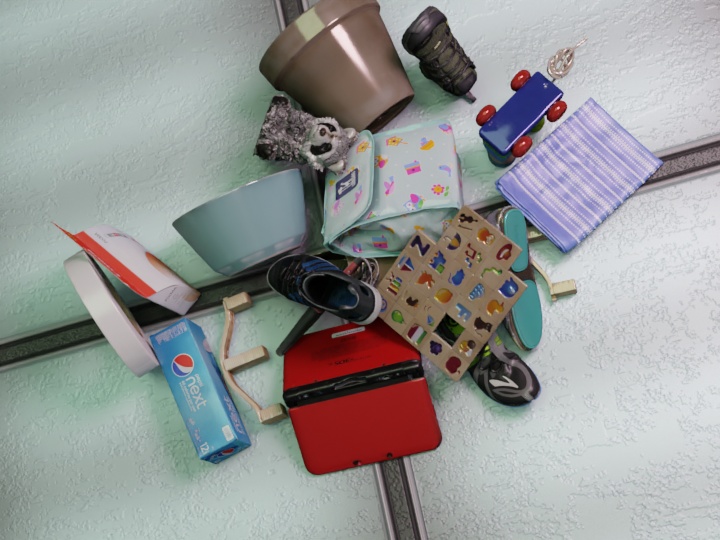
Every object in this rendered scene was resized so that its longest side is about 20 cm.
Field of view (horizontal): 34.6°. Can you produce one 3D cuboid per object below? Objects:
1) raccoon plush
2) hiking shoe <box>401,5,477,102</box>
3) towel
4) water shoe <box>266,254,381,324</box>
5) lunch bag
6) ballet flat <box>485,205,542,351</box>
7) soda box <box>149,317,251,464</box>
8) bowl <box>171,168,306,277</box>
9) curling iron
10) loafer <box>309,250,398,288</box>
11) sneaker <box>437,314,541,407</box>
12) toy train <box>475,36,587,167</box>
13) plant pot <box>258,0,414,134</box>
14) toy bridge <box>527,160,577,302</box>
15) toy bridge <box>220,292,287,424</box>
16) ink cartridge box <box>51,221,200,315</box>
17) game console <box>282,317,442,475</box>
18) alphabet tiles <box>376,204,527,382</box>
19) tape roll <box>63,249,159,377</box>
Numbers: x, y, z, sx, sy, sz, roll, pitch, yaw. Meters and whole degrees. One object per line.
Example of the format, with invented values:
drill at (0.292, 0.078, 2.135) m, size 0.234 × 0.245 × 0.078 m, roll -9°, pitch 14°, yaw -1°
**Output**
raccoon plush at (-0.077, -0.190, 1.681) m, size 0.134 × 0.200 × 0.097 m, roll 19°, pitch 96°, yaw -6°
hiking shoe at (0.125, -0.303, 1.635) m, size 0.101 × 0.200 × 0.076 m, roll 41°, pitch 93°, yaw 19°
towel at (0.303, -0.135, 1.617) m, size 0.200 × 0.024 × 0.145 m, roll -42°, pitch 76°, yaw -10°
water shoe at (-0.061, 0.015, 1.572) m, size 0.200 × 0.079 × 0.072 m, roll 17°, pitch 83°, yaw 37°
lunch bag at (0.043, -0.109, 1.628) m, size 0.200 × 0.122 × 0.171 m, roll -7°, pitch 53°, yaw 9°
ballet flat at (0.206, 0.012, 1.599) m, size 0.072 × 0.072 × 0.201 m, roll -8°, pitch 92°, yaw 12°
soda box at (-0.230, 0.173, 1.665) m, size 0.064 × 0.068 × 0.200 m, roll -28°, pitch 70°, yaw 5°
bowl at (-0.158, -0.059, 1.661) m, size 0.201 × 0.201 × 0.105 m, roll -23°, pitch 91°, yaw 7°
curling iron at (-0.050, 0.054, 1.618) m, size 0.200 × 0.026 × 0.050 m, roll -41°, pitch 62°, yaw 17°
loafer at (0.000, 0.000, 1.654) m, size 0.200 × 0.067 × 0.076 m, roll -12°, pitch 73°, yaw 11°
sneaker at (0.163, 0.109, 1.575) m, size 0.071 × 0.083 × 0.200 m, roll -42°, pitch 70°, yaw 1°
toy train at (0.251, -0.234, 1.636) m, size 0.085 × 0.116 × 0.200 m, roll 43°, pitch 83°, yaw 12°
plant pot at (-0.017, -0.288, 1.689) m, size 0.200 × 0.200 × 0.174 m, roll -39°, pitch 87°, yaw 1°
toy bridge at (0.252, -0.052, 1.626) m, size 0.067 × 0.027 × 0.200 m, roll -13°, pitch 73°, yaw 11°
toy bridge at (-0.167, 0.129, 1.674) m, size 0.067 × 0.027 × 0.200 m, roll -23°, pitch 70°, yaw 7°
ink cartridge box at (-0.335, -0.016, 1.672) m, size 0.162 × 0.200 × 0.050 m, roll 37°, pitch 86°, yaw 20°
game console at (0.001, 0.170, 1.634) m, size 0.200 × 0.119 × 0.172 m, roll -14°, pitch 41°, yaw 10°
alphabet tiles at (0.121, 0.021, 1.543) m, size 0.167 × 0.008 × 0.200 m, roll 40°, pitch 110°, yaw 17°
tape roll at (-0.355, 0.061, 1.655) m, size 0.037 × 0.203 × 0.203 m, roll -33°, pitch 70°, yaw -6°
